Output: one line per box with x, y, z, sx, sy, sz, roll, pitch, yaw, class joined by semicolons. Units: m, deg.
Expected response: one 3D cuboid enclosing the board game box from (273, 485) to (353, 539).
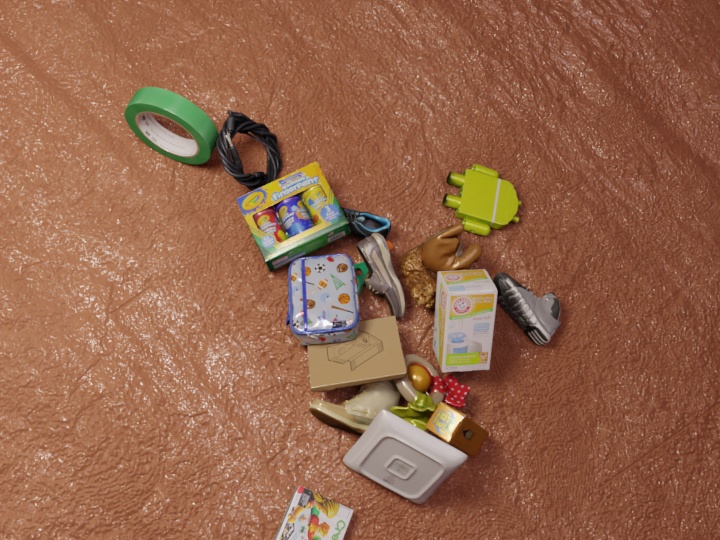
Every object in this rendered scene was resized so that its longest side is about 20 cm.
-0.109;0.548;1.525;0.126;0.035;0.201;26;67;-6;board game box

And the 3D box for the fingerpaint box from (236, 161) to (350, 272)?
-0.147;-0.119;1.681;0.199;0.073;0.167;-25;71;-6;fingerpaint box

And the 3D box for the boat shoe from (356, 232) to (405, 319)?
0.042;0.018;1.720;0.073;0.074;0.201;-19;91;-9;boat shoe

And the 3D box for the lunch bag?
-0.083;0.064;1.646;0.159;0.076;0.201;-4;59;0;lunch bag

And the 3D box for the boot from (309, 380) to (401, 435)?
-0.001;0.264;1.627;0.199;0.073;0.156;21;69;-15;boot

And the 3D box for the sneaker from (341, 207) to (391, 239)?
-0.026;-0.117;1.747;0.199;0.082;0.074;9;72;-11;sneaker

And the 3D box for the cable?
-0.236;-0.254;1.693;0.200;0.051;0.164;34;49;-52;cable

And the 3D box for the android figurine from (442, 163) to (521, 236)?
0.302;-0.173;1.879;0.199;0.041;0.183;15;68;-10;android figurine

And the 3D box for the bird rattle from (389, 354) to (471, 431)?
0.142;0.247;1.631;0.200;0.113;0.163;-26;78;-46;bird rattle

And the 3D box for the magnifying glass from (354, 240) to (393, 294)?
0.000;0.000;1.750;0.200;0.022;0.080;-41;87;-22;magnifying glass

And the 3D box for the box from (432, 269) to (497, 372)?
0.224;0.108;1.661;0.112;0.101;0.201;-2;117;-7;box

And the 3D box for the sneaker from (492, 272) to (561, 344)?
0.403;0.068;1.817;0.115;0.075;0.200;-38;95;-28;sneaker

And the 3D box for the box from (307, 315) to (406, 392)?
-0.012;0.173;1.617;0.199;0.021;0.164;-9;44;-1;box

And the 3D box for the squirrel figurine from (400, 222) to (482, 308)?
0.198;0.013;1.756;0.199;0.142;0.187;-31;92;-8;squirrel figurine

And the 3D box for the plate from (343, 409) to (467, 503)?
0.084;0.389;1.549;0.199;0.200;0.032;29;39;-5;plate

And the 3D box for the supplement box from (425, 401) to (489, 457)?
0.204;0.332;1.592;0.069;0.200;0.067;30;83;29;supplement box

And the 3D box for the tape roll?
-0.402;-0.307;1.640;0.200;0.200;0.048;26;66;-6;tape roll
